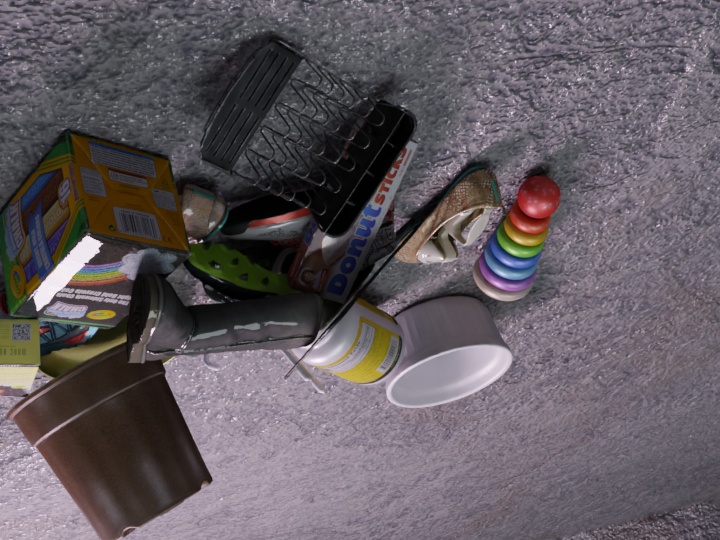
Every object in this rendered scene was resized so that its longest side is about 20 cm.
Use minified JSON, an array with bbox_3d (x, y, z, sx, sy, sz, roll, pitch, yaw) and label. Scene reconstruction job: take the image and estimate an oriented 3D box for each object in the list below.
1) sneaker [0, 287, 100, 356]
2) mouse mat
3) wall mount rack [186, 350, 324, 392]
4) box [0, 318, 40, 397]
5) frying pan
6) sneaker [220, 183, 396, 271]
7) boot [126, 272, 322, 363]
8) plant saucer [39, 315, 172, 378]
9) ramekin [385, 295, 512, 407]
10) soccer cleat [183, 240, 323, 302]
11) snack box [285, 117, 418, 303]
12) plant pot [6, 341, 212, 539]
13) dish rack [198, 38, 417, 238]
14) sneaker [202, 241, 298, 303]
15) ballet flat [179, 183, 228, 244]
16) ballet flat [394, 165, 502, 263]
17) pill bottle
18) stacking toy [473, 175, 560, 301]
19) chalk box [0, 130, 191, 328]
[{"bbox_3d":[-0.377,0.054,1.169,0.200,0.079,0.096,-29,148,19],"label":"sneaker"},{"bbox_3d":[-0.006,0.033,1.153,0.200,0.008,0.161,-47,179,-36],"label":"mouse mat"},{"bbox_3d":[-0.135,0.106,1.326,0.173,0.075,0.200,7,168,9],"label":"wall mount rack"},{"bbox_3d":[-0.386,0.097,1.081,0.075,0.050,0.200,2,163,-20],"label":"box"},{"bbox_3d":[0.000,0.002,1.235,0.190,0.031,0.115,-50,-176,1],"label":"frying pan"},{"bbox_3d":[-0.055,-0.038,1.159,0.201,0.067,0.108,-16,118,-9],"label":"sneaker"},{"bbox_3d":[-0.135,0.049,1.044,0.200,0.073,0.182,1,162,-16],"label":"boot"},{"bbox_3d":[-0.321,0.087,1.306,0.200,0.031,0.200,-14,151,-8],"label":"plant saucer"},{"bbox_3d":[0.123,0.123,1.550,0.200,0.098,0.201,-14,151,-8],"label":"ramekin"},{"bbox_3d":[-0.127,0.025,1.137,0.200,0.068,0.081,22,122,-43],"label":"soccer cleat"},{"bbox_3d":[-0.011,-0.063,1.111,0.072,0.024,0.200,17,106,-29],"label":"snack box"},{"bbox_3d":[-0.291,0.211,1.233,0.200,0.198,0.200,-31,175,-3],"label":"plant pot"},{"bbox_3d":[-0.054,-0.130,0.994,0.200,0.055,0.154,23,105,-46],"label":"dish rack"},{"bbox_3d":[-0.096,-0.003,1.259,0.200,0.076,0.115,-18,169,-7],"label":"sneaker"},{"bbox_3d":[-0.231,-0.031,1.132,0.067,0.068,0.200,32,121,-31],"label":"ballet flat"},{"bbox_3d":[0.109,-0.049,1.271,0.070,0.065,0.200,-9,153,-36],"label":"ballet flat"},{"bbox_3d":[-0.032,0.083,1.380,0.111,0.111,0.200,-29,149,20],"label":"pill bottle"},{"bbox_3d":[0.213,-0.050,1.333,0.085,0.085,0.200,-7,143,-19],"label":"stacking toy"},{"bbox_3d":[-0.287,-0.025,1.037,0.125,0.124,0.200,13,140,-44],"label":"chalk box"}]
